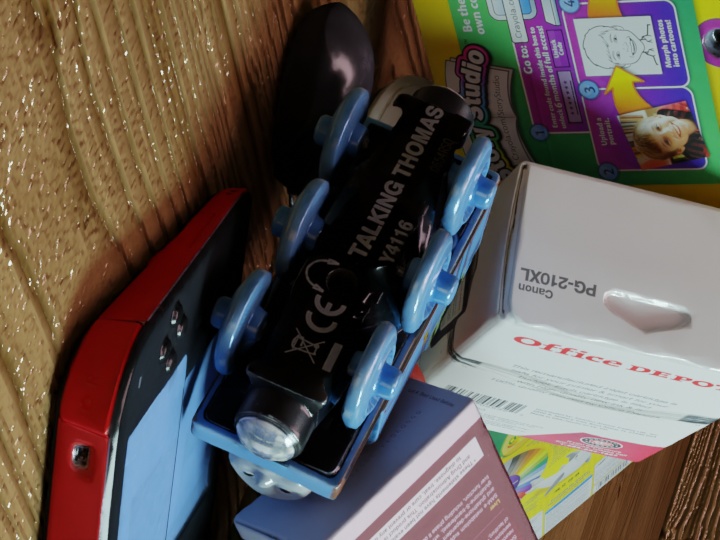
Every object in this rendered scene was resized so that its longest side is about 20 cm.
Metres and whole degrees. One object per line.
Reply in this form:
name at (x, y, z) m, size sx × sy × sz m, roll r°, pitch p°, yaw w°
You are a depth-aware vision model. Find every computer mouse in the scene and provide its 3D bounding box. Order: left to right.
computer mouse at (-0.021, -0.029, 1.216) m, size 0.059 × 0.034 × 0.201 m, roll -55°, pitch 157°, yaw -58°

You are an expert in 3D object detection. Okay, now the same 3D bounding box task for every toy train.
toy train at (-0.003, 0.012, 1.125) m, size 0.115 × 0.086 × 0.201 m, roll 99°, pitch 16°, yaw -56°

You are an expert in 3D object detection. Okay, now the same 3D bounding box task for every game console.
game console at (-0.086, 0.084, 1.084) m, size 0.177 × 0.031 × 0.201 m, roll -51°, pitch 153°, yaw -60°

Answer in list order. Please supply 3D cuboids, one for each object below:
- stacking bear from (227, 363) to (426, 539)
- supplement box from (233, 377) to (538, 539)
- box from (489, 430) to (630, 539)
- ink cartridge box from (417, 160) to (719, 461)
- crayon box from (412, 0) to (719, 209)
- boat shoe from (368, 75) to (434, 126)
stacking bear at (-0.015, 0.122, 1.246) m, size 0.121 × 0.113 × 0.201 m, roll -51°, pitch 151°, yaw -62°
supplement box at (0.033, 0.159, 1.186) m, size 0.109 × 0.061 × 0.201 m, roll -41°, pitch 124°, yaw -26°
box at (0.106, 0.091, 1.511) m, size 0.117 × 0.048 × 0.200 m, roll -38°, pitch 159°, yaw -15°
ink cartridge box at (0.114, 0.026, 1.316) m, size 0.200 × 0.144 × 0.085 m, roll 133°, pitch -31°, yaw -70°
crayon box at (0.116, -0.122, 1.263) m, size 0.058 × 0.172 × 0.201 m, roll -57°, pitch 140°, yaw -48°
boat shoe at (0.000, 0.000, 1.326) m, size 0.062 × 0.072 × 0.201 m, roll 3°, pitch -98°, yaw 59°
